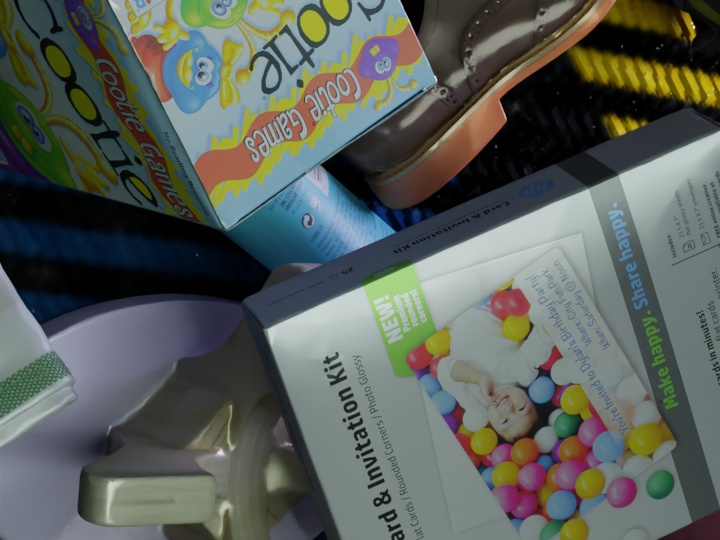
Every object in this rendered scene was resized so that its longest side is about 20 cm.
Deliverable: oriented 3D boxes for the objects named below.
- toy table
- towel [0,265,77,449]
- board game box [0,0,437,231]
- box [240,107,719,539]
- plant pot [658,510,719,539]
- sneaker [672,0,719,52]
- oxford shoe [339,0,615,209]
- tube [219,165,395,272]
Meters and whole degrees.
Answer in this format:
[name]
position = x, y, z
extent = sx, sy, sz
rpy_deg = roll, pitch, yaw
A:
[toy table]
position = -0.056, 0.083, 0.975
extent = 0.200, 0.117, 0.184
rpy_deg = -12, 105, -31
[towel]
position = -0.218, 0.007, 0.856
extent = 0.149, 0.031, 0.200
rpy_deg = -34, 81, -21
[board game box]
position = -0.081, -0.096, 0.878
extent = 0.105, 0.200, 0.103
rpy_deg = -36, 115, -22
[box]
position = 0.071, 0.045, 0.925
extent = 0.200, 0.041, 0.156
rpy_deg = -23, 111, -9
[plant pot]
position = 0.190, 0.059, 1.093
extent = 0.200, 0.200, 0.179
rpy_deg = -13, 121, -30
[sneaker]
position = 0.168, -0.156, 1.061
extent = 0.200, 0.084, 0.075
rpy_deg = 56, 26, -50
[oxford shoe]
position = 0.058, -0.123, 1.040
extent = 0.073, 0.071, 0.200
rpy_deg = 46, 72, -20
[tube]
position = 0.000, 0.000, 1.032
extent = 0.200, 0.050, 0.078
rpy_deg = 40, 43, -30
